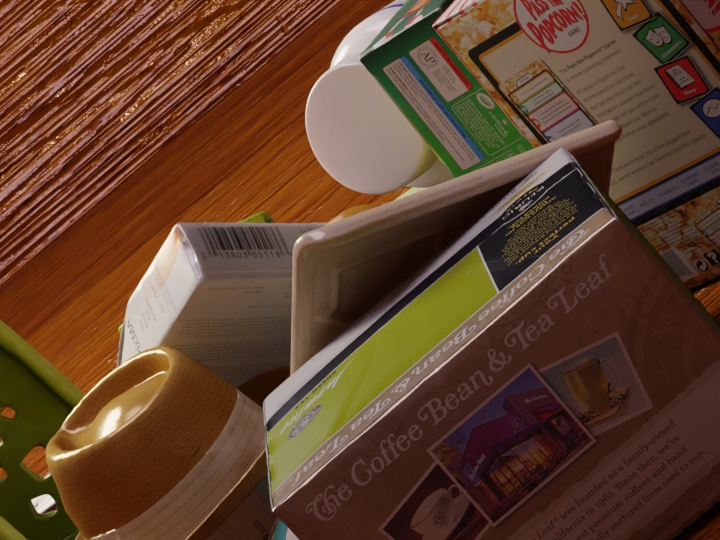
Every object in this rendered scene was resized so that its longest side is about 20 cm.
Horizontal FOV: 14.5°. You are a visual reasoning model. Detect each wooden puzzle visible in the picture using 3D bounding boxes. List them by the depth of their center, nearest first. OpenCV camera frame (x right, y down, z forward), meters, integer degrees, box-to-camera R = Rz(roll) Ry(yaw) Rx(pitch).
[{"bbox_3d":[0.040,0.011,1.462,0.185,0.046,0.200,-20,-37,-22],"label":"wooden puzzle"}]

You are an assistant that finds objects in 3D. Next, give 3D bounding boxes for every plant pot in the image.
[{"bbox_3d":[-0.284,0.174,1.982,0.181,0.200,0.199,-44,9,25],"label":"plant pot"}]

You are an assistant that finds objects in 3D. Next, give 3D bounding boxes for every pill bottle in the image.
[{"bbox_3d":[0.049,-0.117,1.742,0.112,0.112,0.200,-33,3,35],"label":"pill bottle"}]

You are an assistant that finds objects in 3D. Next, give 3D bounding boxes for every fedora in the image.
[{"bbox_3d":[-0.120,0.102,1.599,0.200,0.082,0.201,-41,14,12],"label":"fedora"}]

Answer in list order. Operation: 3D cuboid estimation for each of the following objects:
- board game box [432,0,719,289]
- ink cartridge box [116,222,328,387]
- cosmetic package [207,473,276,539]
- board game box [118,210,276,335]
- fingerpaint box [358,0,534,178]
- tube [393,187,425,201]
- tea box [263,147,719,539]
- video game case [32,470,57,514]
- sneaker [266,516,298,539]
[{"bbox_3d":[0.154,-0.091,1.481,0.151,0.200,0.046,-27,17,48],"label":"board game box"},{"bbox_3d":[-0.074,0.047,1.706,0.162,0.050,0.200,-1,-35,-35],"label":"ink cartridge box"},{"bbox_3d":[-0.087,0.154,1.684,0.200,0.074,0.102,-30,16,40],"label":"cosmetic package"},{"bbox_3d":[-0.091,0.014,1.810,0.102,0.048,0.200,-40,1,4],"label":"board game box"},{"bbox_3d":[0.116,-0.102,1.656,0.073,0.200,0.167,-29,15,41],"label":"fingerpaint box"},{"bbox_3d":[0.000,0.000,1.781,0.200,0.052,0.058,-43,52,12],"label":"tube"},{"bbox_3d":[0.071,0.067,1.314,0.200,0.134,0.197,-40,10,6],"label":"tea box"},{"bbox_3d":[-0.162,0.119,2.179,0.200,0.036,0.181,-37,12,21],"label":"video game case"},{"bbox_3d":[-0.002,0.107,1.582,0.080,0.077,0.200,-41,8,44],"label":"sneaker"}]
